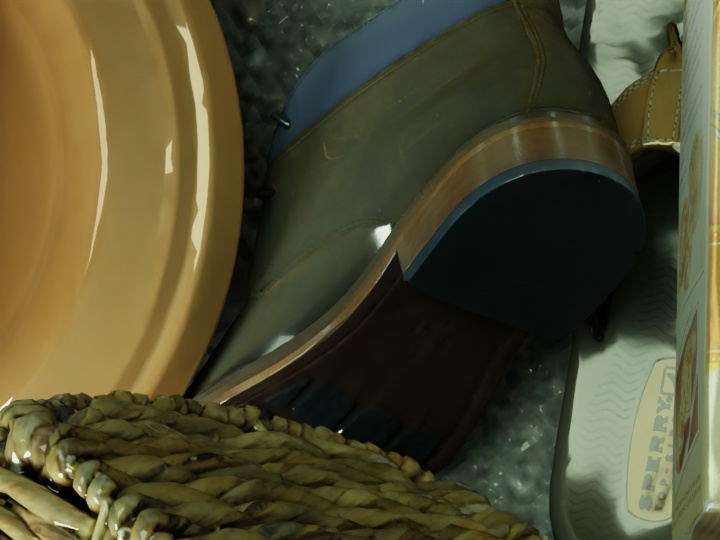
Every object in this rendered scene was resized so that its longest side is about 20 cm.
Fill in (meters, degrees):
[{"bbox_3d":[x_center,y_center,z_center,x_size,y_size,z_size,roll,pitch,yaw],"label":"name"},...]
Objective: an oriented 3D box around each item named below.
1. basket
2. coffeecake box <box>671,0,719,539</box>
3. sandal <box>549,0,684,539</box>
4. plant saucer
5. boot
[{"bbox_3d":[-0.032,0.124,0.688,0.143,0.200,0.149,34,103,35],"label":"basket"},{"bbox_3d":[0.158,-0.029,0.700,0.153,0.073,0.201,3,75,0],"label":"coffeecake box"},{"bbox_3d":[0.083,-0.009,0.762,0.081,0.055,0.201,7,78,24],"label":"sandal"},{"bbox_3d":[-0.122,-0.024,0.795,0.199,0.037,0.201,-3,85,34],"label":"plant saucer"},{"bbox_3d":[0.000,0.000,0.785,0.200,0.075,0.097,-40,39,32],"label":"boot"}]
